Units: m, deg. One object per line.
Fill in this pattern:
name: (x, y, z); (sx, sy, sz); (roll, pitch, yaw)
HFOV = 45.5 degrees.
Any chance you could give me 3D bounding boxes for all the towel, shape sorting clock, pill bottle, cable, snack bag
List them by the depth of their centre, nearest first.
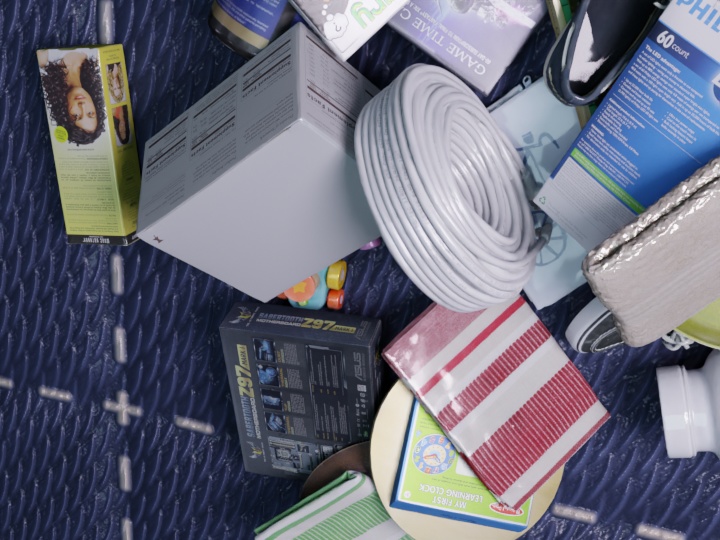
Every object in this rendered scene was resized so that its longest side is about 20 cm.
towel: (0.259, -0.030, 0.623); (0.200, 0.035, 0.133); (-36, 138, 9)
cable: (0.073, -0.066, 0.689); (0.069, 0.200, 0.201); (-23, 106, 31)
pill bottle: (-0.043, -0.274, 0.726); (0.112, 0.112, 0.201); (32, 114, 4)
pill bottle: (0.364, 0.115, 0.737); (0.199, 0.112, 0.113); (-8, 106, 19)
snack bag: (0.190, -0.089, 0.770); (0.199, 0.021, 0.189); (-33, 97, 21)
towel: (0.131, 0.108, 0.817); (0.144, 0.023, 0.200); (-40, 96, -14)
shape sorting clock: (0.105, 0.174, 0.836); (0.199, 0.039, 0.201); (1, 85, -13)
towel: (0.009, 0.290, 0.883); (0.152, 0.023, 0.200); (-37, 116, 20)

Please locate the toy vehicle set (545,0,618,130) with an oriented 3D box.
toy vehicle set: (0.215, -0.221, 0.689); (0.124, 0.027, 0.201); (-19, 105, 6)

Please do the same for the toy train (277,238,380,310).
toy train: (0.000, 0.000, 0.840); (0.200, 0.056, 0.150); (-41, 93, 24)

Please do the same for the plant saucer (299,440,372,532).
plant saucer: (0.035, 0.258, 0.895); (0.199, 0.032, 0.201); (-1, 124, -1)

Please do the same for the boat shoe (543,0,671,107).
boat shoe: (0.204, -0.216, 0.644); (0.075, 0.062, 0.201); (31, 104, -8)

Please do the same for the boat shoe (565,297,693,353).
boat shoe: (0.277, 0.032, 0.749); (0.199, 0.074, 0.068); (-30, 59, 17)

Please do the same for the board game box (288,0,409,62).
board game box: (0.017, -0.276, 0.652); (0.200, 0.035, 0.126); (-42, 115, 7)

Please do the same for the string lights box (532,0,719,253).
string lights box: (0.231, -0.100, 0.647); (0.103, 0.059, 0.201); (48, 124, 26)

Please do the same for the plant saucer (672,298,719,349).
plant saucer: (0.312, -0.031, 0.694); (0.199, 0.031, 0.201); (-5, 76, 19)

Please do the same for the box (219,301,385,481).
box: (-0.053, 0.133, 0.883); (0.157, 0.051, 0.201); (5, 123, 15)

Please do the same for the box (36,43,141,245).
box: (-0.273, -0.127, 0.883); (0.075, 0.050, 0.201); (1, 109, 17)

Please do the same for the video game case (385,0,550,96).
video game case: (0.106, -0.267, 0.700); (0.142, 0.019, 0.200); (34, 104, -8)

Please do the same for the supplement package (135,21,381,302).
supplement package: (-0.070, -0.083, 0.751); (0.199, 0.111, 0.155); (-28, 139, 31)
